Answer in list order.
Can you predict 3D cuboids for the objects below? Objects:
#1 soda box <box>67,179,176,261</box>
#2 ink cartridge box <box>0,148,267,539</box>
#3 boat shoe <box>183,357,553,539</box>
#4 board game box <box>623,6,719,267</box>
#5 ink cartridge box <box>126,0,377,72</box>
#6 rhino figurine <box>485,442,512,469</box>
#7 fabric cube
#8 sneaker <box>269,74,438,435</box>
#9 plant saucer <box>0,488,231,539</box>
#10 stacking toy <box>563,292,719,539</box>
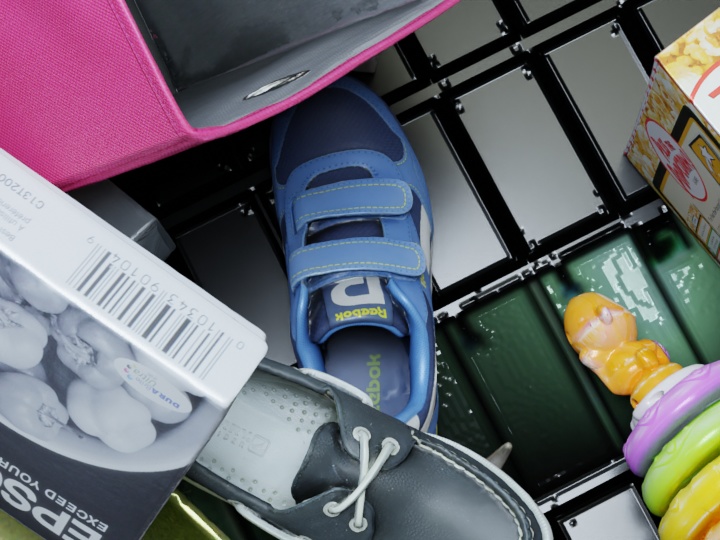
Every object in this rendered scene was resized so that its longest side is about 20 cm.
[{"bbox_3d":[-0.185,-0.052,0.953,0.200,0.063,0.068,39,82,9],"label":"soda box"},{"bbox_3d":[-0.154,0.032,0.775,0.198,0.200,0.043,35,49,0],"label":"ink cartridge box"},{"bbox_3d":[-0.018,0.082,0.839,0.200,0.060,0.076,18,77,16],"label":"boat shoe"},{"bbox_3d":[0.199,-0.008,0.886,0.046,0.152,0.200,-38,80,-5],"label":"board game box"},{"bbox_3d":[-0.086,-0.166,0.972,0.200,0.067,0.116,6,80,3],"label":"ink cartridge box"},{"bbox_3d":[-0.001,0.149,0.892,0.200,0.087,0.060,-44,81,-7],"label":"rhino figurine"},{"bbox_3d":[-0.109,-0.143,0.788,0.196,0.199,0.200,-35,104,-47],"label":"fabric cube"},{"bbox_3d":[0.000,0.000,0.926,0.074,0.082,0.200,-11,77,2],"label":"sneaker"},{"bbox_3d":[-0.175,0.142,0.872,0.200,0.048,0.200,44,75,2],"label":"plant saucer"},{"bbox_3d":[0.158,0.084,0.905,0.110,0.116,0.200,-35,65,-9],"label":"stacking toy"}]
